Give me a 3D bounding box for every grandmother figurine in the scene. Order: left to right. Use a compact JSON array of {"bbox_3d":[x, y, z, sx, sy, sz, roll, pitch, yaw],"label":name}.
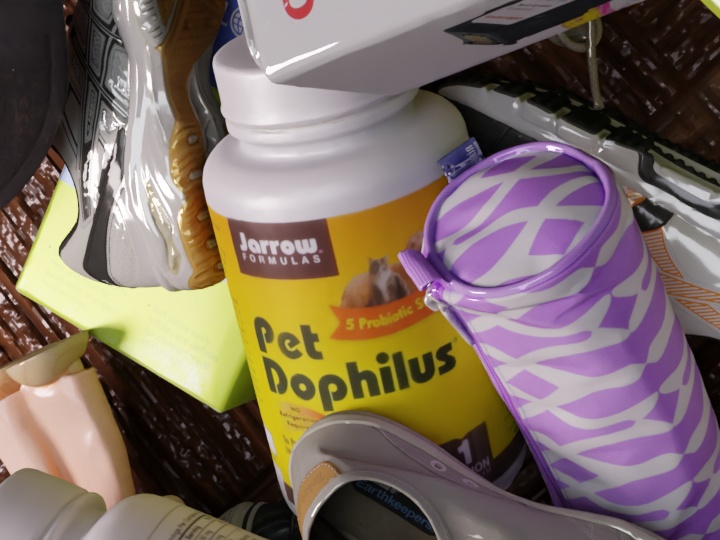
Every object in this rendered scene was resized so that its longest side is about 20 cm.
[{"bbox_3d":[-0.114,0.132,0.866,0.121,0.060,0.201,-18,97,64],"label":"grandmother figurine"}]

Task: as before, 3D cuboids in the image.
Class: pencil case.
[{"bbox_3d":[0.088,0.044,0.726,0.085,0.084,0.201,-37,125,-9],"label":"pencil case"}]

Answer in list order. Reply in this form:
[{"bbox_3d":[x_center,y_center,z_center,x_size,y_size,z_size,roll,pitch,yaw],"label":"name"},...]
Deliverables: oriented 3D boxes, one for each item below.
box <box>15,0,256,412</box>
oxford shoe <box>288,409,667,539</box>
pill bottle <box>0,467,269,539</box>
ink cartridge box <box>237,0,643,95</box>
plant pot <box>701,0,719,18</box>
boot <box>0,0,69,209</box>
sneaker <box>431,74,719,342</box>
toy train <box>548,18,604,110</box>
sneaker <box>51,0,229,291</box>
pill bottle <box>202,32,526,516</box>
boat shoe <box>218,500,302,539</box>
[{"bbox_3d":[-0.064,-0.053,0.843,0.121,0.048,0.201,28,106,15],"label":"box"},{"bbox_3d":[0.059,0.120,0.711,0.199,0.058,0.076,26,117,-1],"label":"oxford shoe"},{"bbox_3d":[-0.066,0.160,0.765,0.198,0.113,0.114,20,103,11],"label":"pill bottle"},{"bbox_3d":[0.052,-0.154,0.576,0.199,0.083,0.147,-17,82,33],"label":"ink cartridge box"},{"bbox_3d":[0.160,-0.205,0.667,0.181,0.200,0.200,43,110,17],"label":"plant pot"},{"bbox_3d":[-0.170,-0.140,0.806,0.068,0.200,0.190,-1,117,-16],"label":"boot"},{"bbox_3d":[0.108,-0.018,0.768,0.199,0.074,0.081,29,109,17],"label":"sneaker"},{"bbox_3d":[0.034,-0.160,0.781,0.115,0.084,0.202,-6,94,32],"label":"toy train"},{"bbox_3d":[-0.105,-0.090,0.790,0.087,0.075,0.202,-5,91,26],"label":"sneaker"},{"bbox_3d":[0.000,0.000,0.762,0.108,0.109,0.202,-4,114,21],"label":"pill bottle"},{"bbox_3d":[-0.017,0.200,0.838,0.070,0.072,0.202,-14,88,26],"label":"boat shoe"}]
